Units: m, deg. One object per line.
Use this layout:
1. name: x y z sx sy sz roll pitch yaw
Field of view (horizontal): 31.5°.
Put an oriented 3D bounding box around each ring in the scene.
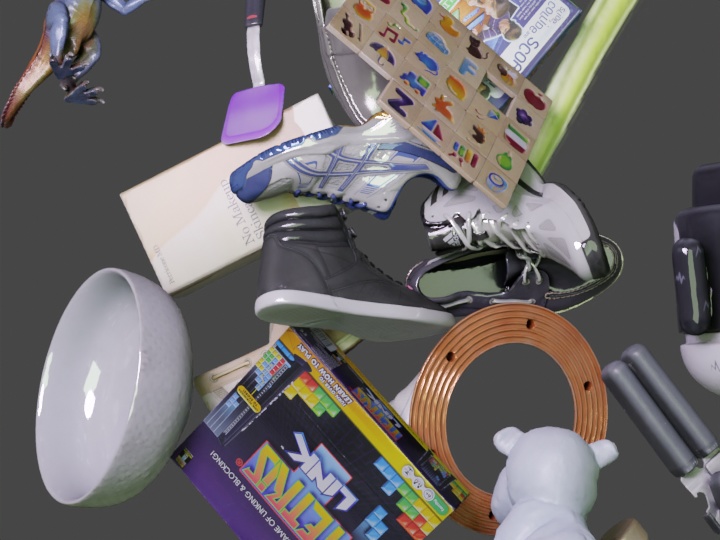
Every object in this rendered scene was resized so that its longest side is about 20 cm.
1. ring: 0.128 0.128 1.106 0.198 0.019 0.203 -1 92 -23

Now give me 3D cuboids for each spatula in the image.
1. spatula: -0.093 -0.201 1.141 0.056 0.021 0.203 -8 66 18

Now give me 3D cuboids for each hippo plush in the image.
1. hippo plush: 0.128 0.205 1.014 0.157 0.201 0.162 2 53 0

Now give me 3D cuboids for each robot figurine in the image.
1. robot figurine: 0.330 0.008 1.081 0.148 0.125 0.203 -2 86 3

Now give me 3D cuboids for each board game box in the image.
1. board game box: -0.036 0.169 1.060 0.200 0.057 0.165 46 107 10
2. board game box: 0.085 -0.196 1.152 0.135 0.034 0.200 41 91 5

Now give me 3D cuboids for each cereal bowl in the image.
1. cereal bowl: -0.200 0.104 1.095 0.083 0.199 0.203 15 87 -34

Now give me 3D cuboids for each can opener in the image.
1. can opener: 0.290 0.151 1.107 0.052 0.067 0.201 -34 80 -22

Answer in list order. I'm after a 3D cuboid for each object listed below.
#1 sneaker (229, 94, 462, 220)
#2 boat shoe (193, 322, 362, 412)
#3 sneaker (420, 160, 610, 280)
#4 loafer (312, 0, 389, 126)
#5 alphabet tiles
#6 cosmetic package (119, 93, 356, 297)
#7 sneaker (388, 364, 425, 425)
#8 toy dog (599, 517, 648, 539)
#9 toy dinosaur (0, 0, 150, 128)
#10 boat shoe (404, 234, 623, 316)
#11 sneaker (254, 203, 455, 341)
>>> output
1. sneaker: -0.009 -0.079 1.062 0.198 0.075 0.089 -17 96 0
2. boat shoe: -0.057 0.065 1.131 0.199 0.072 0.065 -35 86 7
3. sneaker: 0.121 -0.028 1.071 0.115 0.201 0.076 -30 124 -6
4. loafer: -0.008 -0.214 1.107 0.069 0.070 0.202 -19 87 1
5. alphabet tiles: 0.066 -0.160 1.058 0.199 0.168 0.008 39 133 -8
6. cosmetic package: -0.101 -0.064 1.138 0.198 0.071 0.106 -28 86 1
7. sneaker: 0.005 0.157 1.123 0.081 0.075 0.201 36 89 14
8. toy dog: 0.199 0.309 1.086 0.131 0.096 0.202 30 89 5
9. toy dinosaur: -0.264 -0.252 1.156 0.198 0.105 0.184 -15 65 15
10. boat shoe: 0.137 0.006 1.124 0.197 0.063 0.074 -8 86 3
11. sneaker: 0.000 0.000 1.054 0.198 0.070 0.100 12 65 -36
